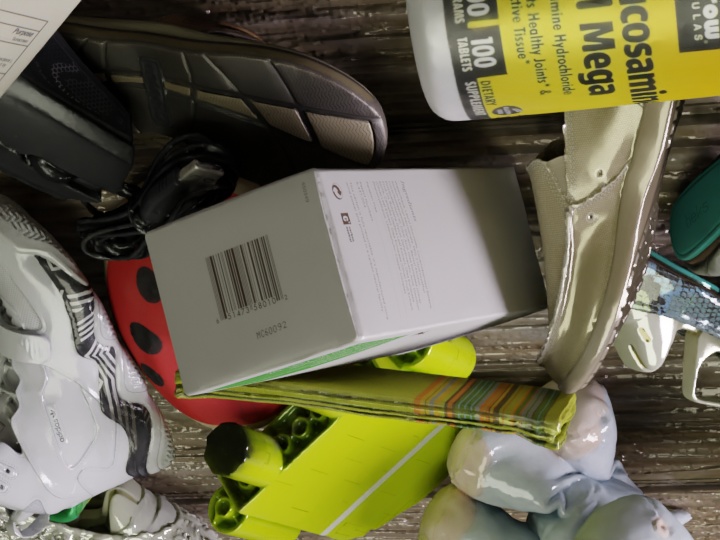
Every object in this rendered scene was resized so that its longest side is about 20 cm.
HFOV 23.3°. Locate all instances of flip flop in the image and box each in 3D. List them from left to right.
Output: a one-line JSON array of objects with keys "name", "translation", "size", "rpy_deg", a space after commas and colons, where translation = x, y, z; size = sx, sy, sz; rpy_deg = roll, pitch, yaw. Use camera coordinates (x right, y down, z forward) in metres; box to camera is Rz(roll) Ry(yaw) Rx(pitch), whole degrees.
[{"name": "flip flop", "translation": [-0.079, -0.096, 0.876], "size": [0.199, 0.058, 0.081], "rpy_deg": [13, 133, 17]}]

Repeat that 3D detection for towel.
[{"name": "towel", "translation": [0.010, 0.064, 0.897], "size": [0.199, 0.086, 0.018], "rpy_deg": [6, 96, 12]}]

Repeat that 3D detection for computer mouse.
[{"name": "computer mouse", "translation": [-0.164, -0.079, 0.859], "size": [0.200, 0.053, 0.138], "rpy_deg": [46, 143, -13]}]

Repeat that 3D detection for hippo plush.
[{"name": "hippo plush", "translation": [0.136, 0.185, 1.045], "size": [0.159, 0.161, 0.200], "rpy_deg": [-37, 127, 1]}]

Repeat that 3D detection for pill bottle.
[{"name": "pill bottle", "translation": [0.124, -0.130, 0.762], "size": [0.199, 0.113, 0.113], "rpy_deg": [-5, 138, 13]}]

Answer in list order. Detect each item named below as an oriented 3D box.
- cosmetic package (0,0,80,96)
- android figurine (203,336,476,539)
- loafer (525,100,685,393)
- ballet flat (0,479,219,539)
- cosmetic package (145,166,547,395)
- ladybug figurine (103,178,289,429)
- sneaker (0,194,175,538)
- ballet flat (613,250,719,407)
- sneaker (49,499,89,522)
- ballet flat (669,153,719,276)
[{"name": "cosmetic package", "translation": [-0.221, -0.090, 0.769], "size": [0.200, 0.071, 0.105], "rpy_deg": [-45, 158, 18]}, {"name": "android figurine", "translation": [-0.004, 0.102, 1.042], "size": [0.182, 0.041, 0.200], "rpy_deg": [-45, 148, 15]}, {"name": "loafer", "translation": [0.115, -0.036, 0.876], "size": [0.068, 0.076, 0.201], "rpy_deg": [17, 109, 14]}, {"name": "ballet flat", "translation": [-0.188, 0.164, 1.176], "size": [0.199, 0.072, 0.072], "rpy_deg": [8, 139, -2]}, {"name": "cosmetic package", "translation": [0.000, 0.000, 0.867], "size": [0.107, 0.085, 0.200], "rpy_deg": [-19, 172, 32]}, {"name": "ladybug figurine", "translation": [-0.081, 0.025, 0.995], "size": [0.135, 0.072, 0.201], "rpy_deg": [-3, 138, 11]}, {"name": "sneaker", "translation": [-0.193, 0.061, 0.996], "size": [0.115, 0.075, 0.201], "rpy_deg": [-34, 121, -15]}, {"name": "ballet flat", "translation": [0.182, 0.035, 0.965], "size": [0.199, 0.075, 0.074], "rpy_deg": [23, 136, -17]}, {"name": "sneaker", "translation": [-0.216, 0.084, 1.068], "size": [0.074, 0.084, 0.200], "rpy_deg": [-10, 137, 32]}, {"name": "ballet flat", "translation": [0.212, -0.051, 0.856], "size": [0.063, 0.068, 0.200], "rpy_deg": [2, 160, -10]}]
